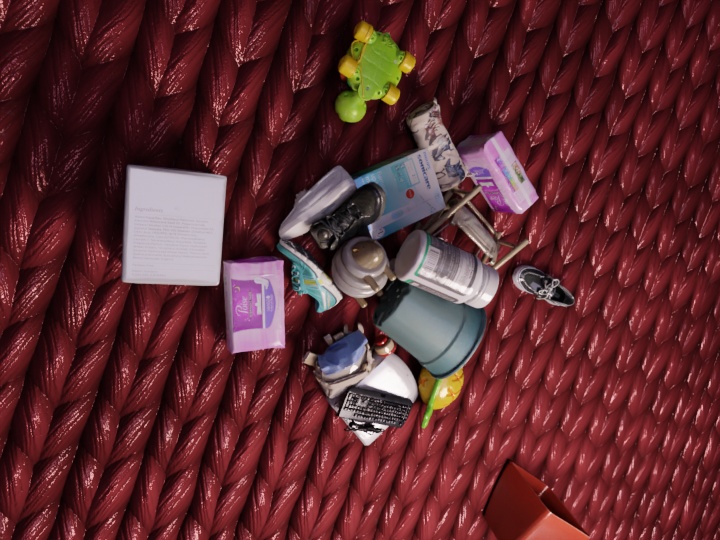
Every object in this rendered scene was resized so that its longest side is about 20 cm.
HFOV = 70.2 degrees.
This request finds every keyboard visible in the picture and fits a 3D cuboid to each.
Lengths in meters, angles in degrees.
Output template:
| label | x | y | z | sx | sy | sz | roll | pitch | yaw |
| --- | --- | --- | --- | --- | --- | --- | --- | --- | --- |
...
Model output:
| label | x | y | z | sx | sy | sz | roll | pitch | yaw |
| --- | --- | --- | --- | --- | --- | --- | --- | --- | --- |
| keyboard | 0.038 | 0.334 | 1.174 | 0.200 | 0.040 | 0.104 | 21 | 96 | -33 |

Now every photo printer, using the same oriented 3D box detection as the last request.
| label | x | y | z | sx | sy | sz | roll | pitch | yaw |
| --- | --- | --- | --- | --- | --- | --- | --- | --- | --- |
| photo printer | 0.037 | 0.296 | 1.232 | 0.200 | 0.069 | 0.167 | -41 | 115 | -11 |

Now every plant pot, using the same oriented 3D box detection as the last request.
| label | x | y | z | sx | sy | sz | roll | pitch | yaw |
| --- | --- | --- | --- | --- | --- | --- | --- | --- | --- |
| plant pot | 0.470 | 0.699 | 1.435 | 0.200 | 0.200 | 0.176 | 38 | 96 | -24 |
| plant pot | 0.147 | 0.111 | 1.169 | 0.196 | 0.200 | 0.200 | 34 | 86 | -14 |

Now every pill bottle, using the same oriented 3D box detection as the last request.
| label | x | y | z | sx | sy | sz | roll | pitch | yaw |
| --- | --- | --- | --- | --- | --- | --- | --- | --- | --- |
| pill bottle | 0.183 | 0.002 | 1.079 | 0.200 | 0.113 | 0.113 | 23 | 90 | -18 |

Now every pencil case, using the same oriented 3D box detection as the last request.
| label | x | y | z | sx | sy | sz | roll | pitch | yaw |
| --- | --- | --- | --- | --- | --- | --- | --- | --- | --- |
| pencil case | 0.178 | -0.287 | 1.177 | 0.089 | 0.078 | 0.200 | -25 | 111 | 12 |

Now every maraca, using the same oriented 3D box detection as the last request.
| label | x | y | z | sx | sy | sz | roll | pitch | yaw |
| --- | --- | --- | --- | --- | --- | --- | --- | --- | --- |
| maraca | 0.191 | 0.291 | 1.268 | 0.107 | 0.137 | 0.200 | 19 | 83 | 19 |

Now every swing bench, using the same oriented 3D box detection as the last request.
| label | x | y | z | sx | sy | sz | roll | pitch | yaw |
| --- | --- | --- | --- | --- | --- | --- | --- | --- | --- |
| swing bench | 0.246 | -0.068 | 1.211 | 0.199 | 0.130 | 0.200 | 43 | 86 | -22 |

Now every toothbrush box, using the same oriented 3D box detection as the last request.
| label | x | y | z | sx | sy | sz | roll | pitch | yaw |
| --- | --- | --- | --- | --- | --- | --- | --- | --- | --- |
| toothbrush box | 0.072 | -0.171 | 1.152 | 0.200 | 0.085 | 0.147 | -25 | 108 | -18 |

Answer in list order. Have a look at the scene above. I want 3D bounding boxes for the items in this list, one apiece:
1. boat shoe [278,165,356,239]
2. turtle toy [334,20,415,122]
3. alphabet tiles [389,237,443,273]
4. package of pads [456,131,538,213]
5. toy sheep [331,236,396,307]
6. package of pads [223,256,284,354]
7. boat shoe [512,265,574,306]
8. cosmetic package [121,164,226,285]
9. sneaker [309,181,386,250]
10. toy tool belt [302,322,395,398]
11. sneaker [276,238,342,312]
| label | x | y | z | sx | sy | sz | roll | pitch | yaw |
| --- | --- | --- | --- | --- | --- | --- | --- | --- | --- |
| boat shoe | -0.102 | -0.143 | 1.077 | 0.200 | 0.072 | 0.069 | -39 | 73 | 23 |
| turtle toy | 0.012 | -0.406 | 1.073 | 0.146 | 0.101 | 0.200 | 26 | 90 | -25 |
| alphabet tiles | 0.158 | 0.018 | 1.263 | 0.200 | 0.015 | 0.196 | -46 | 113 | -9 |
| package of pads | 0.322 | -0.232 | 1.219 | 0.076 | 0.120 | 0.200 | -43 | 113 | -10 |
| toy sheep | 0.000 | 0.000 | 1.103 | 0.138 | 0.200 | 0.138 | 10 | 60 | -17 |
| package of pads | -0.224 | 0.072 | 1.077 | 0.120 | 0.076 | 0.201 | -4 | 101 | -23 |
| boat shoe | 0.498 | 0.047 | 1.382 | 0.199 | 0.068 | 0.074 | 32 | 86 | -24 |
| cosmetic package | -0.346 | -0.087 | 0.946 | 0.165 | 0.165 | 0.201 | 3 | 100 | -24 |
| sneaker | -0.030 | -0.101 | 1.050 | 0.076 | 0.199 | 0.114 | 53 | 46 | -3 |
| toy tool belt | -0.024 | 0.183 | 1.157 | 0.200 | 0.125 | 0.123 | -34 | 117 | -11 |
| sneaker | -0.117 | 0.015 | 1.112 | 0.080 | 0.078 | 0.200 | -38 | 117 | 0 |
